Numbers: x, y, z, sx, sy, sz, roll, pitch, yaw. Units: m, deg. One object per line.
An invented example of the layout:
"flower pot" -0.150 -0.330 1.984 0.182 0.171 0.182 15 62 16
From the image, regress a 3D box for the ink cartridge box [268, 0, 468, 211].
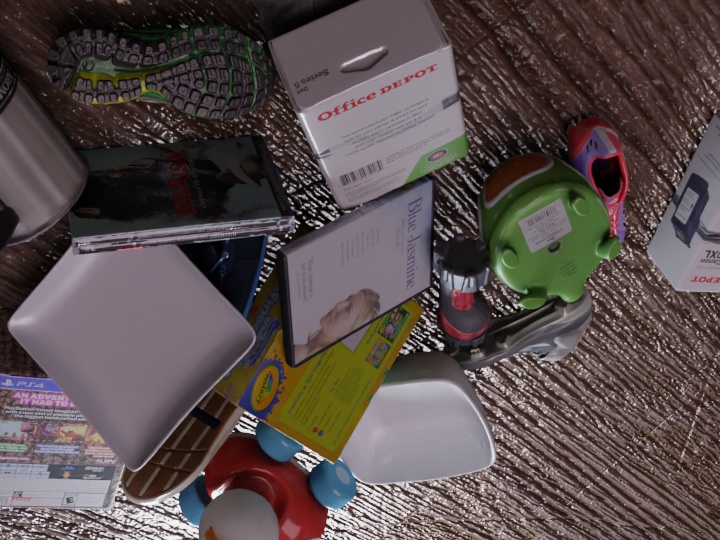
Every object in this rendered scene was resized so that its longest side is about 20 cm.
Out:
"ink cartridge box" 0.014 -0.156 0.988 0.143 0.085 0.200 -24 156 0

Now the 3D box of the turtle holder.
"turtle holder" 0.204 -0.048 1.164 0.184 0.133 0.142 21 118 -34

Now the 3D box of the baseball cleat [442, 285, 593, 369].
"baseball cleat" 0.200 0.090 1.323 0.197 0.070 0.107 -24 133 1

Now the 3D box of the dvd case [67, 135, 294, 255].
"dvd case" -0.172 -0.074 0.992 0.196 0.147 0.022 -5 129 -16

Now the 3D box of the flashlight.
"flashlight" 0.118 0.025 1.188 0.067 0.069 0.201 -27 159 -9

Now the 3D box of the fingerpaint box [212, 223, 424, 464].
"fingerpaint box" -0.047 0.080 1.165 0.166 0.073 0.202 37 80 -40

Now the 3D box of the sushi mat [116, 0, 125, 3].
"sushi mat" -0.124 -0.293 0.869 0.197 0.097 0.012 -22 173 -2

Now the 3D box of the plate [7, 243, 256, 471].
"plate" -0.219 0.056 1.038 0.200 0.200 0.032 -46 172 17

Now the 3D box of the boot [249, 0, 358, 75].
"boot" -0.082 -0.231 0.949 0.196 0.070 0.133 0 135 -13

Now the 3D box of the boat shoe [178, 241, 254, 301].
"boat shoe" -0.147 0.031 1.145 0.071 0.068 0.202 -21 130 1

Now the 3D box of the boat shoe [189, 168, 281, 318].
"boat shoe" -0.134 -0.012 1.073 0.067 0.204 0.084 14 168 -12

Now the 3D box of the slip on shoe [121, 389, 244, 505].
"slip on shoe" -0.192 0.188 1.210 0.075 0.201 0.061 30 148 10

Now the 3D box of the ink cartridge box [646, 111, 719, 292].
"ink cartridge box" 0.450 -0.074 1.266 0.142 0.085 0.202 2 128 -21

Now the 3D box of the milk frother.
"milk frother" -0.375 -0.107 0.915 0.197 0.182 0.189 7 144 33

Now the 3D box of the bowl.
"bowl" 0.058 0.173 1.308 0.197 0.076 0.201 -11 136 19

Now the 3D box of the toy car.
"toy car" -0.125 0.305 1.269 0.184 0.201 0.177 -40 104 22

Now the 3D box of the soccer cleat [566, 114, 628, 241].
"soccer cleat" 0.270 -0.081 1.199 0.066 0.077 0.202 -20 133 -2

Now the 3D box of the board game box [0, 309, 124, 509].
"board game box" -0.330 0.155 1.160 0.157 0.098 0.202 7 126 -25

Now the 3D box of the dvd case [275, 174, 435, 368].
"dvd case" 0.000 0.000 1.094 0.198 0.017 0.145 -29 134 -31

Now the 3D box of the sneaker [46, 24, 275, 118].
"sneaker" -0.172 -0.183 0.944 0.196 0.085 0.079 5 105 -14
